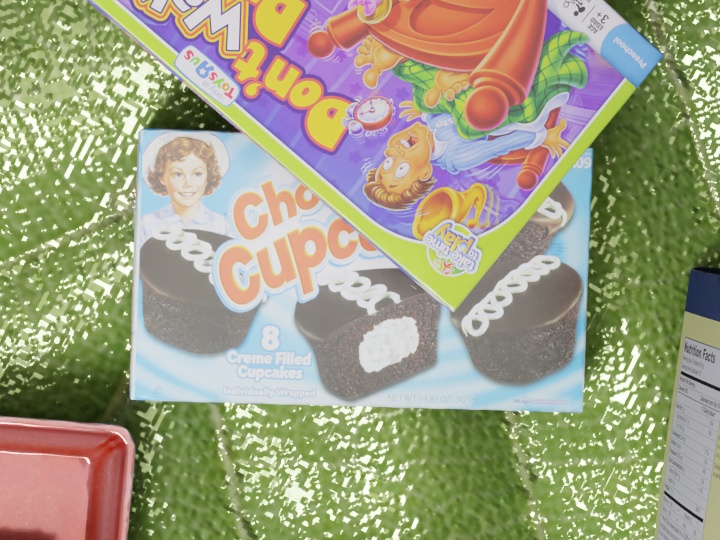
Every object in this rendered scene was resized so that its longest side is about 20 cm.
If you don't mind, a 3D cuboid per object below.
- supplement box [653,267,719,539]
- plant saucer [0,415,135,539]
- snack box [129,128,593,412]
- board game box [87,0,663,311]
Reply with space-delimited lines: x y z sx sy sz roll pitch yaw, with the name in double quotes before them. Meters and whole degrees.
"supplement box" 0.237 0.112 0.818 0.198 0.134 0.202 7 93 -6
"plant saucer" -0.203 0.157 0.825 0.197 0.037 0.202 5 94 -6
"snack box" 0.000 0.000 0.836 0.198 0.037 0.117 2 93 -6
"board game box" 0.003 -0.100 0.768 0.200 0.045 0.135 40 89 -10
